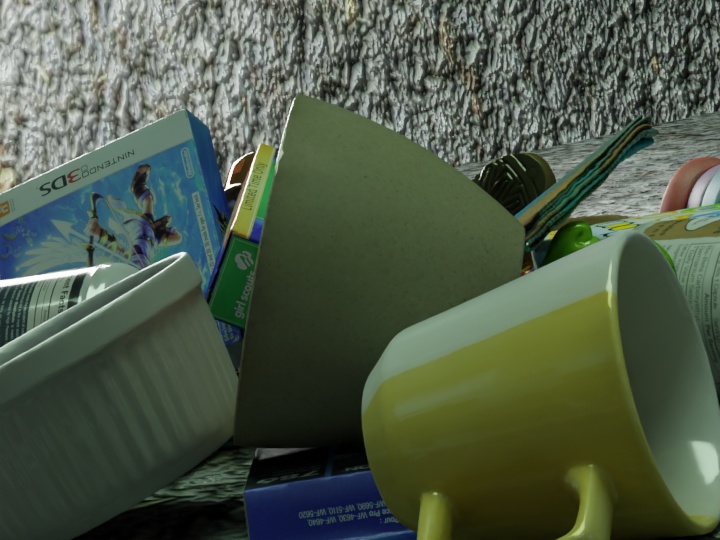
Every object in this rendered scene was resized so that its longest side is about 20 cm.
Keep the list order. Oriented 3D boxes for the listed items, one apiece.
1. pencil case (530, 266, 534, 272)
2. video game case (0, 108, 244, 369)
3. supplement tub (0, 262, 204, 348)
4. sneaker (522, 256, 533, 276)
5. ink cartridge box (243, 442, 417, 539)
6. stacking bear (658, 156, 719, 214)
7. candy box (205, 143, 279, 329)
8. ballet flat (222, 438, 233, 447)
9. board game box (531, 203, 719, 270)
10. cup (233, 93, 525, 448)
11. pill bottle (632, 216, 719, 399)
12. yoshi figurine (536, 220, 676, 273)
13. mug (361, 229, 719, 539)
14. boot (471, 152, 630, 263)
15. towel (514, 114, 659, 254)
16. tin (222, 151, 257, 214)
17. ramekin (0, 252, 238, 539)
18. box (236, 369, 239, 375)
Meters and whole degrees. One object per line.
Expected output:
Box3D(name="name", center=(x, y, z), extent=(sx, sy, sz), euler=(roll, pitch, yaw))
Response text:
Box3D(name="pencil case", center=(0.225, 0.014, 1.595), extent=(0.198, 0.079, 0.087), euler=(-12, 15, -23))
Box3D(name="video game case", center=(-0.179, 0.004, 1.585), extent=(0.180, 0.201, 0.045), euler=(-24, -27, 15))
Box3D(name="supplement tub", center=(-0.207, 0.071, 1.448), extent=(0.198, 0.142, 0.140), euler=(-8, 6, 12))
Box3D(name="sneaker", center=(0.123, 0.025, 1.662), extent=(0.198, 0.078, 0.073), euler=(-12, 8, -3))
Box3D(name="ink cartridge box", center=(-0.012, 0.121, 1.185), extent=(0.098, 0.040, 0.200), euler=(-9, 7, 0))
Box3D(name="stacking bear", center=(0.348, -0.035, 1.735), extent=(0.121, 0.115, 0.199), euler=(-14, 12, -33))
Box3D(name="candy box", center=(0.000, 0.000, 1.499), extent=(0.198, 0.078, 0.169), euler=(18, 25, -4))
Box3D(name="ballet flat", center=(-0.033, 0.071, 1.525), extent=(0.199, 0.075, 0.074), euler=(-15, 9, -40))
Box3D(name="board game box", center=(0.223, 0.014, 1.468), extent=(0.198, 0.106, 0.103), euler=(-10, 7, 3))
Box3D(name="cup", center=(0.015, 0.012, 1.202), extent=(0.142, 0.202, 0.200), euler=(10, 7, 2))
Box3D(name="pill bottle", center=(0.253, 0.022, 1.305), extent=(0.114, 0.116, 0.199), euler=(-15, 9, -42))
Box3D(name="yoshi figurine", center=(0.131, 0.031, 1.306), extent=(0.112, 0.113, 0.200), euler=(29, -22, -11))
Box3D(name="mug", center=(0.078, 0.072, 1.037), extent=(0.152, 0.151, 0.186), euler=(-15, -3, 23))
Box3D(name="boot", center=(0.156, -0.032, 1.732), extent=(0.199, 0.066, 0.175), euler=(-3, -34, -43))
Box3D(name="towel", center=(0.103, -0.021, 1.358), extent=(0.147, 0.022, 0.200), euler=(-41, 0, 39))
Box3D(name="tin", center=(-0.013, -0.034, 1.637), extent=(0.199, 0.042, 0.112), euler=(23, -21, -14))
Box3D(name="ramekin", center=(-0.163, 0.083, 1.240), extent=(0.199, 0.106, 0.200), euler=(-28, 5, 3))
Box3D(name="box", center=(-0.121, 0.055, 1.712), extent=(0.198, 0.087, 0.164), euler=(-10, 6, 0))
